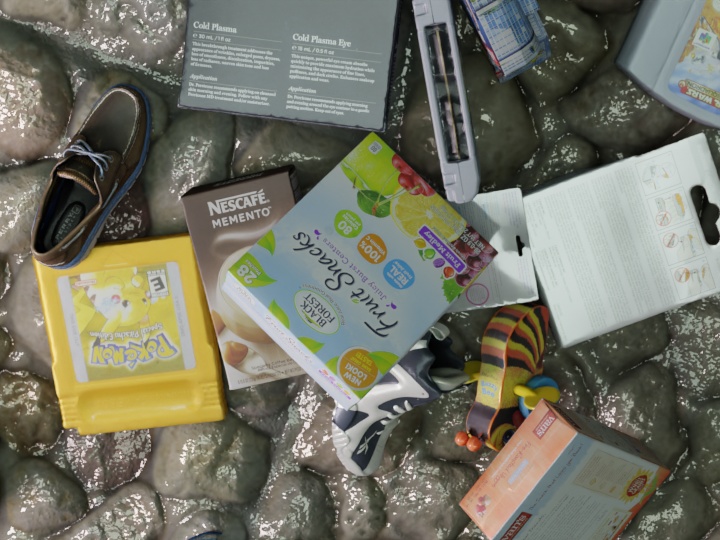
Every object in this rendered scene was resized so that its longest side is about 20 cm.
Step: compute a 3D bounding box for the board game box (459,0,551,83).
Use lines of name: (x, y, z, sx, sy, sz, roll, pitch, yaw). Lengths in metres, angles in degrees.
board game box: (0.121, -0.258, 1.066, 0.062, 0.200, 0.200, -27, 113, 8)

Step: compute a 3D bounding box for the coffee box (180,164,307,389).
coffee box: (-0.099, 0.005, 1.163, 0.114, 0.080, 0.201, -13, 100, 4)

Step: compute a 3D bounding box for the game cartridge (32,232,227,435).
game cartridge: (-0.239, 0.068, 1.207, 0.175, 0.032, 0.201, -7, 99, 4)

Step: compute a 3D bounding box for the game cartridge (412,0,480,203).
game cartridge: (0.083, -0.171, 1.093, 0.041, 0.133, 0.201, -10, 101, 4)

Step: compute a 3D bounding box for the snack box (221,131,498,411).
snack box: (0.000, 0.000, 1.076, 0.169, 0.068, 0.200, 43, 71, 3)

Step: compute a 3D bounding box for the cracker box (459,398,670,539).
cracker box: (0.205, 0.214, 1.143, 0.200, 0.058, 0.134, 26, 105, -47)

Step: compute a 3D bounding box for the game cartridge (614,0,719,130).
game cartridge: (0.358, -0.206, 1.124, 0.199, 0.042, 0.134, 22, 97, -2)

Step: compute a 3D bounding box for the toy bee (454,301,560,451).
toy bee: (0.146, 0.136, 1.151, 0.108, 0.131, 0.201, -13, 86, -36)

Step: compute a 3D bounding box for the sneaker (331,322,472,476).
sneaker: (0.046, 0.128, 1.155, 0.129, 0.079, 0.200, 12, 108, 22)

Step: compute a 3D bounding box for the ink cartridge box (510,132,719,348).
ink cartridge box: (0.265, -0.030, 1.158, 0.199, 0.057, 0.163, -21, 99, 1)

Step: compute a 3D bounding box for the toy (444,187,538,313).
toy: (0.072, -0.016, 1.169, 0.199, 0.047, 0.116, -9, 104, 9)

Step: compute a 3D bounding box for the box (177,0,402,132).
box: (-0.061, -0.236, 1.102, 0.199, 0.104, 0.183, 8, 102, 1)

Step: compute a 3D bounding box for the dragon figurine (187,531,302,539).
dragon figurine: (-0.167, 0.320, 1.238, 0.200, 0.059, 0.100, -31, 98, 9)

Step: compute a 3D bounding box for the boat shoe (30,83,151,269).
boat shoe: (-0.265, -0.093, 1.144, 0.072, 0.072, 0.201, 22, 89, 2)
